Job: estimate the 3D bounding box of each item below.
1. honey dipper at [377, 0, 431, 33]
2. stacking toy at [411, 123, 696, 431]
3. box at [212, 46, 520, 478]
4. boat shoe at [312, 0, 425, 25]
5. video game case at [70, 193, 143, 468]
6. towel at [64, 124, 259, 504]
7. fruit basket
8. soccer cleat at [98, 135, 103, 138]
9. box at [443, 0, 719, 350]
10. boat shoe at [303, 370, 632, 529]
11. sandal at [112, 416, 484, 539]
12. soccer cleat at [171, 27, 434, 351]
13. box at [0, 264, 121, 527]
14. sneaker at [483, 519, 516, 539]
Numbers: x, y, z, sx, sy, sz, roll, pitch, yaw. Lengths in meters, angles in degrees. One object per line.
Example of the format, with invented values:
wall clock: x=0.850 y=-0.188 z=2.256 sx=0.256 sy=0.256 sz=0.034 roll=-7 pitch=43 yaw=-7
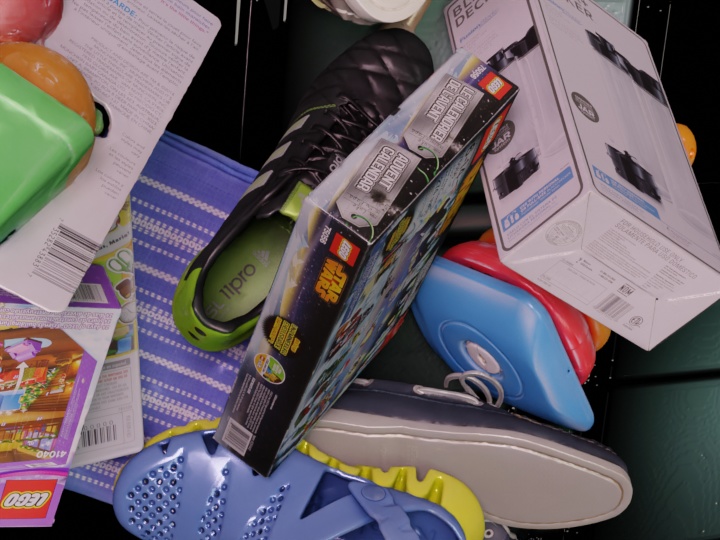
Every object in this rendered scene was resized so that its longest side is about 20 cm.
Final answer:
honey dipper: x=0.063 y=-0.202 z=0.908 sx=0.038 sy=0.038 sz=0.201 roll=30 pitch=94 yaw=-32
stacking toy: x=0.130 y=-0.018 z=0.976 sx=0.200 sy=0.109 sz=0.116 roll=-47 pitch=132 yaw=-20
box: x=0.000 y=0.000 z=0.830 sx=0.137 sy=0.040 sz=0.200 roll=-48 pitch=168 yaw=-39
boat shoe: x=-0.034 y=-0.213 z=0.830 sx=0.072 sy=0.060 sz=0.202 roll=-36 pitch=110 yaw=-23
video game case: x=-0.205 y=0.037 z=0.804 sx=0.199 sy=0.023 sz=0.183 roll=-11 pitch=130 yaw=-17
towel: x=-0.111 y=0.030 z=0.896 sx=0.144 sy=0.024 sz=0.201 roll=25 pitch=94 yaw=-32
fruit basket: x=-0.172 y=-0.096 z=0.732 sx=0.185 sy=0.201 sz=0.094 roll=33 pitch=133 yaw=-14
soccer cleat: x=-0.201 y=-0.055 z=0.779 sx=0.199 sy=0.076 sz=0.067 roll=3 pitch=62 yaw=-25
box: x=0.116 y=-0.069 z=0.884 sx=0.116 sy=0.201 sz=0.060 roll=30 pitch=124 yaw=-32
boat shoe: x=0.052 y=0.096 z=0.933 sx=0.199 sy=0.062 sz=0.075 roll=5 pitch=128 yaw=8
sandal: x=-0.034 y=0.134 z=0.879 sx=0.199 sy=0.087 sz=0.080 roll=8 pitch=116 yaw=4
soccer cleat: x=-0.022 y=-0.041 z=0.855 sx=0.067 sy=0.081 sz=0.200 roll=38 pitch=81 yaw=-8
box: x=-0.223 y=0.056 z=0.767 sx=0.199 sy=0.039 sz=0.137 roll=5 pitch=123 yaw=-29
sneaker: x=0.000 y=0.170 z=0.963 sx=0.202 sy=0.077 sz=0.147 roll=21 pitch=106 yaw=-41
